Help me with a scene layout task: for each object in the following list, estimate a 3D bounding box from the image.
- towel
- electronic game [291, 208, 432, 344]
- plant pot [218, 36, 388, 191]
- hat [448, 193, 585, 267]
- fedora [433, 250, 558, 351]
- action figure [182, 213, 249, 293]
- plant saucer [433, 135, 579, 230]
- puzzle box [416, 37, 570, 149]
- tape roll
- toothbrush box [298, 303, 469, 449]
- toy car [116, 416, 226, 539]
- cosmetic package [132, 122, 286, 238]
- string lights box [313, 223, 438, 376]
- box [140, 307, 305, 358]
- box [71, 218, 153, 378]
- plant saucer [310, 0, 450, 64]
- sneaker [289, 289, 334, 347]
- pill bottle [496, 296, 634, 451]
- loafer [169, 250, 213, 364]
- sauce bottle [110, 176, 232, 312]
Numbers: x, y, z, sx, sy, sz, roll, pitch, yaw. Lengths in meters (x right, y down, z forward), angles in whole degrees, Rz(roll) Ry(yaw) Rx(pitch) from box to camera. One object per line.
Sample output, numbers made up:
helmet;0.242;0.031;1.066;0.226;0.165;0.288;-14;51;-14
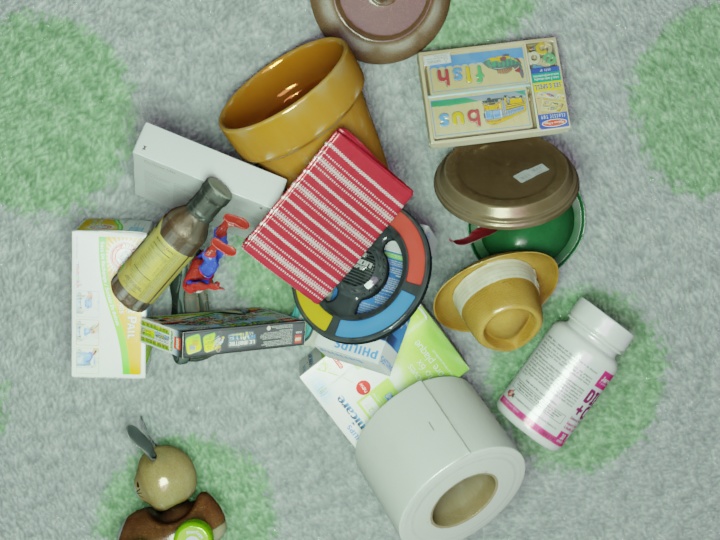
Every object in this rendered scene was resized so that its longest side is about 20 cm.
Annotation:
towel;-0.041;-0.068;1.581;0.144;0.023;0.200;37;99;-28
electronic game;0.000;0.000;1.637;0.197;0.042;0.203;-8;68;20
plant pot;-0.059;-0.176;1.644;0.199;0.201;0.184;-33;117;2
hat;0.233;-0.047;1.686;0.199;0.176;0.167;-35;100;2
fedora;0.196;0.054;1.698;0.198;0.201;0.083;-16;59;-2
action figure;-0.192;-0.009;1.597;0.051;0.200;0.066;25;64;-14
plant saucer;0.197;-0.128;1.665;0.197;0.201;0.030;-7;131;-3
puzzle box;0.182;-0.244;1.700;0.197;0.025;0.135;-8;80;-3
tape roll;0.109;0.267;1.706;0.200;0.140;0.204;-20;139;-18
toothbrush box;0.032;0.135;1.751;0.199;0.086;0.146;-37;100;4
toy car;-0.287;0.307;1.725;0.156;0.164;0.202;-20;92;-1
cosmetic package;-0.203;-0.111;1.642;0.198;0.151;0.052;22;73;-3
string lights box;0.022;0.029;1.675;0.102;0.059;0.202;15;76;25
box;-0.184;0.082;1.663;0.198;0.109;0.035;-4;101;-41
box;-0.338;0.036;1.689;0.100;0.113;0.203;2;99;-5
plant saucer;0.029;-0.383;1.681;0.197;0.037;0.204;-1;101;-4
sneaker;-0.060;0.008;1.729;0.079;0.078;0.202;20;97;4
pill bottle;0.294;0.146;1.759;0.113;0.113;0.201;34;96;-10
loafer;-0.233;0.031;1.727;0.062;0.072;0.203;-4;108;-24
sauce bottle;-0.239;-0.035;1.576;0.065;0.065;0.200;41;108;-10
